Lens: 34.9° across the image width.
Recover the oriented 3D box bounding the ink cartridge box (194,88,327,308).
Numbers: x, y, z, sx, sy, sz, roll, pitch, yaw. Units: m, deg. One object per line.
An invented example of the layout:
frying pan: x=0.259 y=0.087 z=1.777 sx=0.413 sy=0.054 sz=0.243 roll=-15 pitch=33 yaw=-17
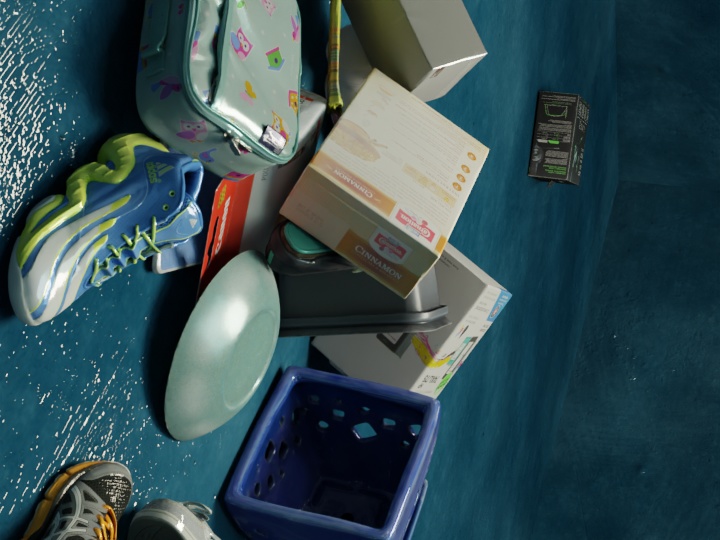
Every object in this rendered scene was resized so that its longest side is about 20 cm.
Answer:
ink cartridge box: x=-0.096 y=-0.064 z=1.121 sx=0.201 sy=0.049 sz=0.164 roll=-67 pitch=175 yaw=-50

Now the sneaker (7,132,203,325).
sneaker: x=-0.186 y=-0.035 z=0.882 sx=0.076 sy=0.103 sz=0.201 roll=77 pitch=28 yaw=-45

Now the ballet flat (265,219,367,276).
ballet flat: x=-0.016 y=-0.028 z=1.180 sx=0.198 sy=0.073 sz=0.074 roll=-8 pitch=108 yaw=-39

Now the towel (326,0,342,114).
towel: x=-0.022 y=-0.263 z=1.158 sx=0.086 sy=0.018 sz=0.204 roll=-164 pitch=-105 yaw=-85

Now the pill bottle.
pill bottle: x=0.019 y=-0.195 z=1.381 sx=0.201 sy=0.111 sz=0.113 roll=73 pitch=31 yaw=-50

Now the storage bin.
storage bin: x=0.000 y=0.000 z=1.304 sx=0.145 sy=0.197 sz=0.137 roll=-9 pitch=97 yaw=-69

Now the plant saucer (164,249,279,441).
plant saucer: x=-0.123 y=0.081 z=1.132 sx=0.202 sy=0.038 sz=0.202 roll=-58 pitch=160 yaw=-35

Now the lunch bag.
lunch bag: x=-0.118 y=-0.187 z=0.978 sx=0.160 sy=0.076 sz=0.203 roll=35 pitch=49 yaw=-53

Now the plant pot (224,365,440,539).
plant pot: x=-0.023 y=0.256 z=1.322 sx=0.181 sy=0.197 sz=0.201 roll=86 pitch=22 yaw=-45

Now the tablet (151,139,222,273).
tablet: x=-0.157 y=-0.104 z=1.072 sx=0.130 sy=0.013 sz=0.204 roll=-19 pitch=116 yaw=-69

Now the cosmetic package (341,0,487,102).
cosmetic package: x=0.045 y=-0.289 z=1.245 sx=0.089 sy=0.107 sz=0.202 roll=-24 pitch=85 yaw=-30

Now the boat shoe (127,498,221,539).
boat shoe: x=-0.168 y=0.258 z=1.096 sx=0.203 sy=0.073 sz=0.066 roll=74 pitch=25 yaw=-56

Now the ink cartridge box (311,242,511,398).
ink cartridge box: x=0.067 y=0.062 z=1.457 sx=0.201 sy=0.146 sz=0.146 roll=-54 pitch=161 yaw=8

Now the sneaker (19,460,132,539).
sneaker: x=-0.228 y=0.227 z=0.905 sx=0.200 sy=0.076 sz=0.079 roll=-56 pitch=146 yaw=-53

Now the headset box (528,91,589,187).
headset box: x=0.447 y=-0.286 z=2.567 sx=0.174 sy=0.091 sz=0.204 roll=-3 pitch=100 yaw=-70

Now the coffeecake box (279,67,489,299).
coffeecake box: x=0.029 y=-0.093 z=1.162 sx=0.073 sy=0.153 sz=0.201 roll=-52 pitch=-174 yaw=41
